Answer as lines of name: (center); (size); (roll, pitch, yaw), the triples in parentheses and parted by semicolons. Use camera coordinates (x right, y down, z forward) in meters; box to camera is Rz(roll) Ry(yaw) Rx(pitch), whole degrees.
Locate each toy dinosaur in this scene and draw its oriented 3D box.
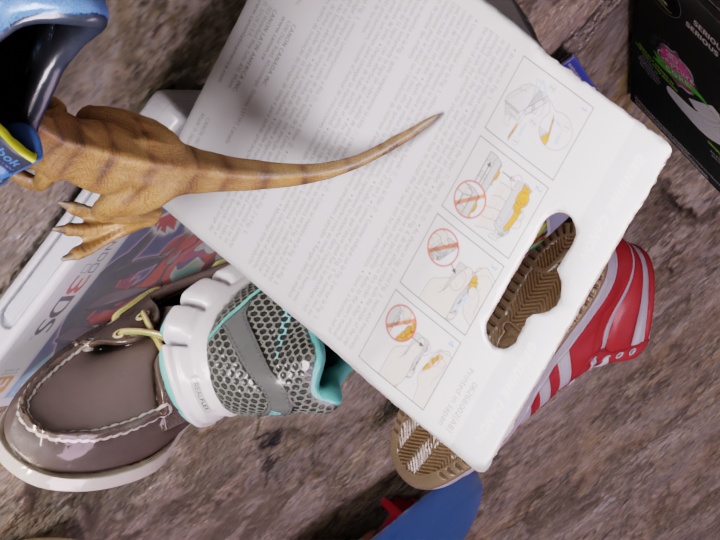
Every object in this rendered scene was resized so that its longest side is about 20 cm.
toy dinosaur: (-0.082, -0.040, 1.078); (0.199, 0.061, 0.106); (9, 167, -30)

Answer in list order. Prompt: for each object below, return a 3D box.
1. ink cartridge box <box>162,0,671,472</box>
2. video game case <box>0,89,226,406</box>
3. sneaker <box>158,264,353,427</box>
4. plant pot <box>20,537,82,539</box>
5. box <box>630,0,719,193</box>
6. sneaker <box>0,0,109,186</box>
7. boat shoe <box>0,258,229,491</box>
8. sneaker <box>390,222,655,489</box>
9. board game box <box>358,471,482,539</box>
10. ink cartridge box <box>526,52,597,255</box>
ink cartridge box: (0.024, -0.043, 1.123); (0.050, 0.200, 0.163); (-10, 133, -58)
video game case: (-0.082, -0.010, 1.288); (0.182, 0.023, 0.200); (-51, 159, 23)
sneaker: (0.000, 0.000, 1.232); (0.200, 0.091, 0.078); (-53, 132, -32)
plant pot: (-0.167, 0.252, 1.454); (0.200, 0.200, 0.190); (-18, 134, -48)
box: (0.237, -0.135, 1.480); (0.148, 0.124, 0.200); (-39, 161, -10)
sneaker: (-0.164, -0.043, 0.975); (0.200, 0.079, 0.066); (-47, 149, 16)
boat shoe: (-0.087, 0.040, 1.255); (0.200, 0.072, 0.060); (-24, 148, -48)
sneaker: (0.107, 0.057, 1.713); (0.200, 0.071, 0.112); (-51, 155, 17)
board game box: (0.000, 0.198, 1.858); (0.200, 0.039, 0.158); (-36, 155, -31)
ink cartridge box: (0.062, -0.026, 1.505); (0.200, 0.042, 0.119); (-45, 161, 2)
